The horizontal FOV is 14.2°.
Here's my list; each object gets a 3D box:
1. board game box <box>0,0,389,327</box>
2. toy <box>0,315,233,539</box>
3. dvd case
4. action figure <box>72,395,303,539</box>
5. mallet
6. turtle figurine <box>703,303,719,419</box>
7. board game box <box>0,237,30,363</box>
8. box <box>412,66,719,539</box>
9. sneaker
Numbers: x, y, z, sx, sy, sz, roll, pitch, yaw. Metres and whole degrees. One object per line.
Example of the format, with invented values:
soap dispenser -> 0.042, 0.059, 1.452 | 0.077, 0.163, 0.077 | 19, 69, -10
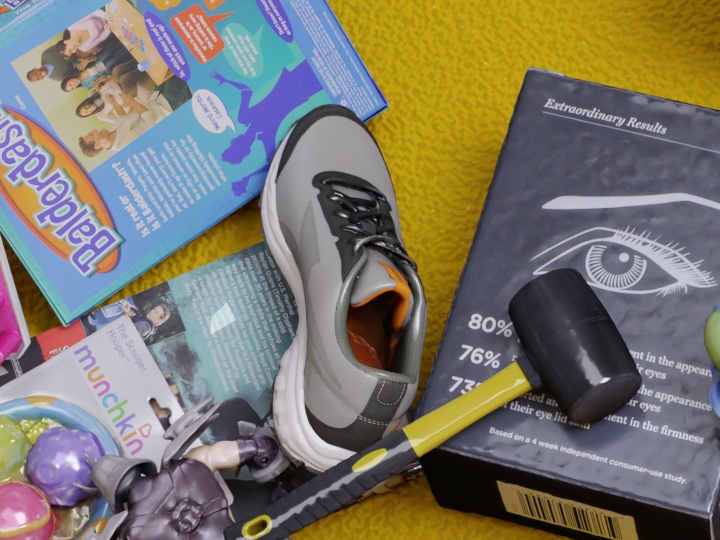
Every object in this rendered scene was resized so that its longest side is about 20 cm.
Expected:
board game box -> -0.107, -0.090, 1.429 | 0.200, 0.152, 0.045 | -34, 27, -6
toy -> -0.176, 0.111, 1.390 | 0.200, 0.047, 0.115 | -31, 69, -2
dvd case -> -0.080, 0.072, 1.425 | 0.200, 0.022, 0.146 | -24, 67, 1
action figure -> -0.051, 0.144, 1.348 | 0.200, 0.069, 0.130 | 34, 82, 10
mallet -> 0.034, 0.081, 1.285 | 0.200, 0.041, 0.066 | -37, 64, -2
turtle figurine -> 0.253, -0.004, 1.228 | 0.193, 0.201, 0.144 | -3, 29, -27
board game box -> -0.276, -0.038, 1.402 | 0.199, 0.201, 0.026 | -3, 25, 23
box -> 0.125, 0.024, 1.365 | 0.148, 0.104, 0.200 | 15, 71, 15
sneaker -> 0.000, 0.000, 1.380 | 0.074, 0.079, 0.201 | 14, 50, -25
